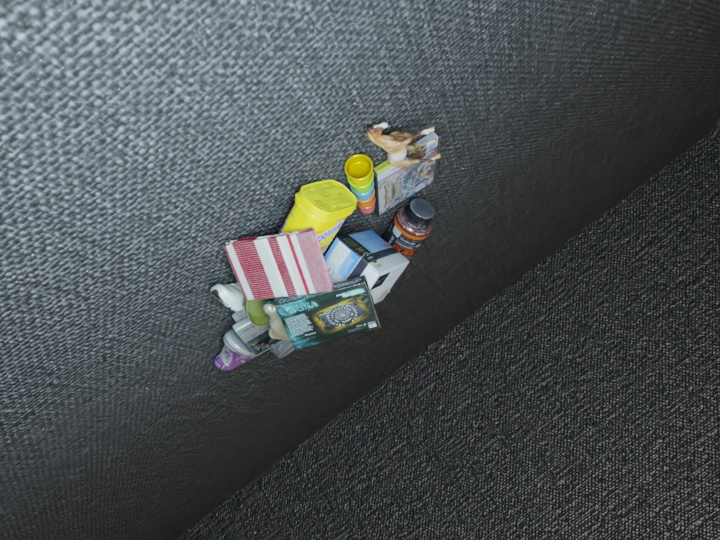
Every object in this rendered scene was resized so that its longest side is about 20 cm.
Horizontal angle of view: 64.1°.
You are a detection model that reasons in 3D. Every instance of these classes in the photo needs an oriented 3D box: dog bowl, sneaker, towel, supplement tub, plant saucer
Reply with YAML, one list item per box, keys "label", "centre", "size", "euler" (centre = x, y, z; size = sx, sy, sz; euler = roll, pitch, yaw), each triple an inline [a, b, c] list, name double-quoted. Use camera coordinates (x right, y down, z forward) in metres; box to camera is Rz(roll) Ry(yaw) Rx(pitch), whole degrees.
- label: "dog bowl"
  centre: [-0.187, 0.183, 1.689]
  size: [0.200, 0.059, 0.200]
  euler: [-38, 172, -6]
- label: "sneaker"
  centre: [-0.354, 0.228, 1.562]
  size: [0.114, 0.073, 0.201]
  euler: [-31, 159, -4]
- label: "towel"
  centre: [-0.166, -0.009, 1.174]
  size: [0.199, 0.145, 0.023]
  euler: [-7, -151, 16]
- label: "supplement tub"
  centre: [0.126, -0.103, 1.562]
  size: [0.107, 0.107, 0.200]
  euler: [-21, 154, -36]
- label: "sneaker"
  centre: [-0.274, 0.053, 1.328]
  size: [0.081, 0.075, 0.200]
  euler: [-54, 159, 0]
- label: "plant saucer"
  centre: [-0.207, 0.033, 1.333]
  size: [0.200, 0.031, 0.201]
  euler: [-46, 149, -38]

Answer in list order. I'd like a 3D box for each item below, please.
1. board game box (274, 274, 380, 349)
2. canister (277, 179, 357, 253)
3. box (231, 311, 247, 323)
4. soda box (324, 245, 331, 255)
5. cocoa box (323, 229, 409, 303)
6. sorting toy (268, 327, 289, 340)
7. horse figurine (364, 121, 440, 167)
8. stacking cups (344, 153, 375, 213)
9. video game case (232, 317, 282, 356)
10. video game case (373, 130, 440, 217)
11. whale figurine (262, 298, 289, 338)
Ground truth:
- label: "board game box"
  centre: [-0.068, 0.092, 1.236]
  size: [0.199, 0.028, 0.136]
  euler: [-15, 126, 5]
- label: "canister"
  centre: [-0.109, -0.083, 1.218]
  size: [0.148, 0.087, 0.200]
  euler: [-27, 156, -54]
- label: "box"
  centre: [-0.258, 0.123, 1.530]
  size: [0.041, 0.039, 0.200]
  euler: [-44, 158, 17]
- label: "soda box"
  centre: [-0.044, -0.031, 1.506]
  size: [0.200, 0.063, 0.070]
  euler: [-20, 155, -38]
- label: "cocoa box"
  centre: [0.000, 0.000, 1.345]
  size: [0.134, 0.131, 0.200]
  euler: [-55, 165, 21]
- label: "sorting toy"
  centre: [-0.125, 0.101, 1.490]
  size: [0.200, 0.037, 0.185]
  euler: [-50, 147, 17]
- label: "horse figurine"
  centre: [0.095, -0.258, 1.202]
  size: [0.132, 0.050, 0.200]
  euler: [-12, 167, 11]
- label: "stacking cups"
  centre: [0.008, -0.186, 1.272]
  size: [0.060, 0.061, 0.200]
  euler: [-35, 163, -3]
- label: "video game case"
  centre: [-0.216, 0.135, 1.501]
  size: [0.200, 0.023, 0.182]
  euler: [-31, 151, -9]
- label: "video game case"
  centre: [0.108, -0.227, 1.379]
  size: [0.180, 0.026, 0.200]
  euler: [-33, 159, -10]
- label: "whale figurine"
  centre: [-0.141, 0.072, 1.304]
  size: [0.158, 0.104, 0.200]
  euler: [3, 142, -9]
